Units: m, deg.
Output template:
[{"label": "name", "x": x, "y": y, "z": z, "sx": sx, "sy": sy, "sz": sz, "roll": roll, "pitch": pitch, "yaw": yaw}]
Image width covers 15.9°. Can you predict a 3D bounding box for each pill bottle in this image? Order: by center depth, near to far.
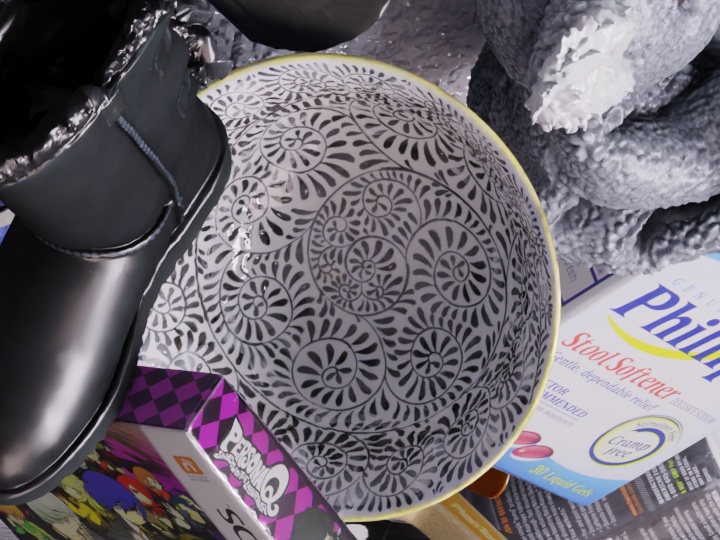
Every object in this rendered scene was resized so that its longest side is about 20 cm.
[{"label": "pill bottle", "x": 0.134, "y": 0.148, "z": 1.551, "sx": 0.199, "sy": 0.107, "sz": 0.106, "roll": -26, "pitch": 147, "yaw": 14}]

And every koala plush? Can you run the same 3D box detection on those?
[{"label": "koala plush", "x": 0.107, "y": -0.102, "z": 1.109, "sx": 0.183, "sy": 0.178, "sz": 0.200, "roll": -15, "pitch": 153, "yaw": 17}]

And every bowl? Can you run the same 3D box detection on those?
[{"label": "bowl", "x": 0.000, "y": 0.000, "z": 1.125, "sx": 0.200, "sy": 0.202, "sz": 0.094, "roll": -31, "pitch": -179, "yaw": 21}]

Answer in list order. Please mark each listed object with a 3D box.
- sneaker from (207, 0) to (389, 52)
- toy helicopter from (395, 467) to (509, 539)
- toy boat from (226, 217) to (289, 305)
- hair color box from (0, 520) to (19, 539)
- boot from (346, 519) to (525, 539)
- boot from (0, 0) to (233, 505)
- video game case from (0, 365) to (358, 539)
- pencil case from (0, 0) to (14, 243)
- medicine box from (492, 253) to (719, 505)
[{"label": "sneaker", "x": 0.007, "y": -0.158, "z": 1.059, "sx": 0.199, "sy": 0.087, "sz": 0.080, "roll": -18, "pitch": 125, "yaw": 43}, {"label": "toy helicopter", "x": 0.038, "y": 0.122, "z": 1.394, "sx": 0.132, "sy": 0.200, "sz": 0.079, "roll": -5, "pitch": 133, "yaw": -59}, {"label": "toy boat", "x": -0.080, "y": 0.025, "z": 1.253, "sx": 0.130, "sy": 0.131, "sz": 0.201, "roll": 24, "pitch": 111, "yaw": -18}, {"label": "hair color box", "x": -0.174, "y": 0.176, "z": 1.298, "sx": 0.098, "sy": 0.200, "sz": 0.061, "roll": 9, "pitch": 105, "yaw": -31}, {"label": "boot", "x": 0.005, "y": 0.169, "z": 1.497, "sx": 0.199, "sy": 0.070, "sz": 0.174, "roll": 18, "pitch": 172, "yaw": -24}, {"label": "boot", "x": -0.117, "y": -0.020, "z": 0.983, "sx": 0.199, "sy": 0.073, "sz": 0.163, "roll": -60, "pitch": 164, "yaw": -14}, {"label": "video game case", "x": -0.088, "y": 0.108, "z": 1.130, "sx": 0.199, "sy": 0.036, "sz": 0.182, "roll": 4, "pitch": 140, "yaw": 43}, {"label": "pencil case", "x": -0.132, "y": -0.090, "z": 1.087, "sx": 0.078, "sy": 0.087, "sz": 0.200, "roll": 13, "pitch": 137, "yaw": -20}, {"label": "medicine box", "x": 0.133, "y": 0.017, "z": 1.355, "sx": 0.199, "sy": 0.103, "sz": 0.182, "roll": -33, "pitch": 145, "yaw": 24}]
